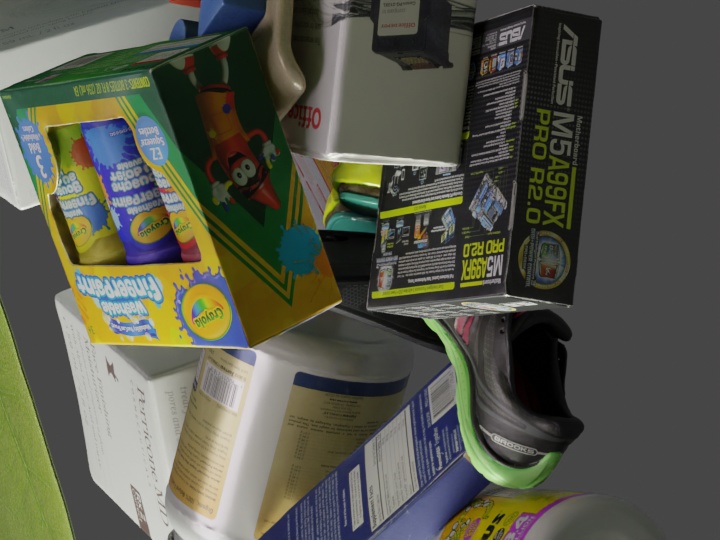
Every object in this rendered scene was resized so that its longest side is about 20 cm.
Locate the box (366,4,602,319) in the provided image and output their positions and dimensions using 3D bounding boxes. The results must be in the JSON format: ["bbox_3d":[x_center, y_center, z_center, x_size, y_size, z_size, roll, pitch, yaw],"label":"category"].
[{"bbox_3d":[0.067,-0.057,1.551,0.200,0.044,0.162,170,106,-68],"label":"box"}]

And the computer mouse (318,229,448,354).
[{"bbox_3d":[0.000,0.000,1.707,0.138,0.199,0.053,37,105,58],"label":"computer mouse"}]

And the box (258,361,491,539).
[{"bbox_3d":[0.008,0.151,1.734,0.032,0.200,0.121,42,-162,-20],"label":"box"}]

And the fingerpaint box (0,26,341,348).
[{"bbox_3d":[-0.115,-0.044,1.584,0.200,0.073,0.168,1,113,57],"label":"fingerpaint box"}]

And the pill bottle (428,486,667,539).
[{"bbox_3d":[0.105,0.185,1.655,0.200,0.104,0.105,-8,100,69],"label":"pill bottle"}]

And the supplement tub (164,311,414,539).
[{"bbox_3d":[-0.053,0.123,1.870,0.144,0.144,0.201,37,116,57],"label":"supplement tub"}]

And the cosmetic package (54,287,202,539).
[{"bbox_3d":[-0.108,0.095,2.036,0.200,0.164,0.166,34,138,59],"label":"cosmetic package"}]

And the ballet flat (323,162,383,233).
[{"bbox_3d":[0.012,-0.057,1.750,0.200,0.066,0.068,95,-176,-80],"label":"ballet flat"}]

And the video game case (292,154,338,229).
[{"bbox_3d":[-0.028,-0.099,1.887,0.144,0.017,0.200,62,157,26],"label":"video game case"}]

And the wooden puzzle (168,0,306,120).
[{"bbox_3d":[-0.078,-0.170,1.600,0.185,0.046,0.201,136,135,-63],"label":"wooden puzzle"}]

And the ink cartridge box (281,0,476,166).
[{"bbox_3d":[0.004,-0.164,1.562,0.145,0.084,0.202,-162,78,-69],"label":"ink cartridge box"}]

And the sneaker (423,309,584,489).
[{"bbox_3d":[0.087,0.031,1.651,0.084,0.076,0.201,-37,65,37],"label":"sneaker"}]

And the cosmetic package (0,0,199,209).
[{"bbox_3d":[-0.209,-0.147,2.049,0.200,0.198,0.124,24,129,63],"label":"cosmetic package"}]
